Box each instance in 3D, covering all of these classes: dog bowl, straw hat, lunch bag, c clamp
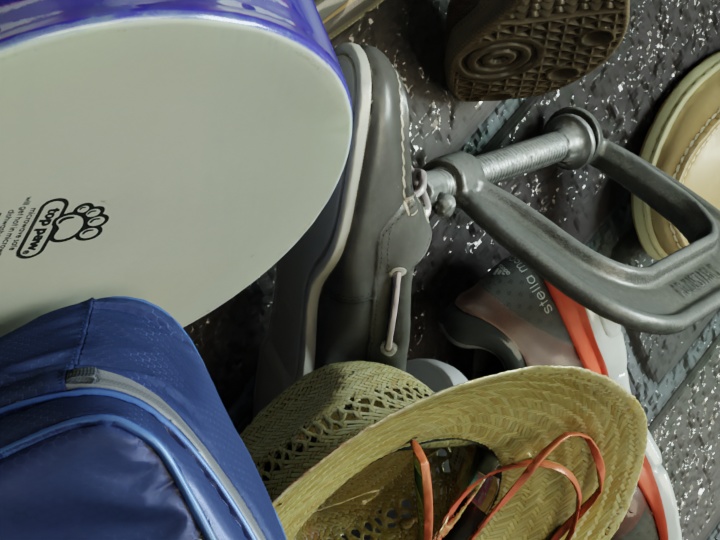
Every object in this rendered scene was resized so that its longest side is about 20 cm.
[{"bbox_3d":[-0.105,-0.044,0.714,0.199,0.079,0.201,-19,154,-10],"label":"dog bowl"},{"bbox_3d":[0.001,0.081,0.860,0.200,0.085,0.202,-24,142,-20],"label":"straw hat"},{"bbox_3d":[-0.120,0.110,0.694,0.199,0.132,0.137,-27,104,4],"label":"lunch bag"},{"bbox_3d":[0.082,-0.034,0.962,0.199,0.170,0.027,-12,135,-57],"label":"c clamp"}]

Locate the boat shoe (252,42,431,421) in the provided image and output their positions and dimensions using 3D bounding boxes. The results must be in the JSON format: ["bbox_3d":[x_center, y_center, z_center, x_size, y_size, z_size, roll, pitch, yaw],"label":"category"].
[{"bbox_3d":[0.000,0.000,0.891,0.056,0.067,0.201,-2,127,-20],"label":"boat shoe"}]

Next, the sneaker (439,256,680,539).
[{"bbox_3d":[0.082,0.077,1.031,0.081,0.077,0.201,-26,120,-9],"label":"sneaker"}]

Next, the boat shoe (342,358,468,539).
[{"bbox_3d":[0.013,0.134,0.979,0.056,0.068,0.202,8,102,-48],"label":"boat shoe"}]

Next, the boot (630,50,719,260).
[{"bbox_3d":[0.234,-0.064,1.078,0.200,0.155,0.073,-39,126,-31],"label":"boot"}]

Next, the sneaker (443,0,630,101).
[{"bbox_3d":[0.073,-0.136,0.912,0.070,0.200,0.076,-3,69,-11],"label":"sneaker"}]

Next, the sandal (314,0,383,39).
[{"bbox_3d":[-0.027,-0.112,0.859,0.200,0.082,0.055,-45,107,-8],"label":"sandal"}]
